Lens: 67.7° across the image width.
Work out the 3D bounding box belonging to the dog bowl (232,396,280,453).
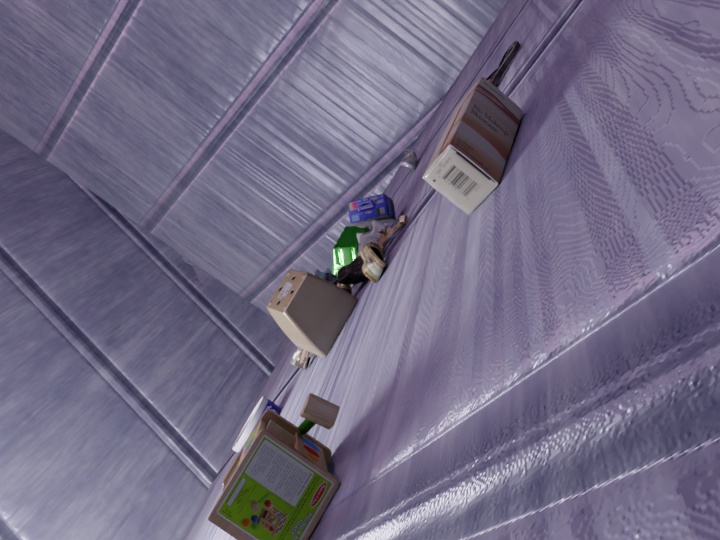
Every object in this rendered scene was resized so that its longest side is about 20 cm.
[{"bbox_3d":[-0.360,0.548,1.869,0.204,0.077,0.200,-58,6,9],"label":"dog bowl"}]

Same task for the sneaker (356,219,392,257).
[{"bbox_3d":[0.017,-0.076,1.757,0.204,0.098,0.078,-58,6,4],"label":"sneaker"}]

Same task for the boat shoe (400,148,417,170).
[{"bbox_3d":[0.224,-0.501,2.387,0.202,0.072,0.089,-53,-19,-73],"label":"boat shoe"}]

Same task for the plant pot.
[{"bbox_3d":[-0.160,0.109,1.602,0.197,0.176,0.203,8,62,56],"label":"plant pot"}]

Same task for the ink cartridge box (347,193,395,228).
[{"bbox_3d":[0.037,-0.198,1.794,0.131,0.079,0.200,-12,-2,13],"label":"ink cartridge box"}]

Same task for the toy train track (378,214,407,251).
[{"bbox_3d":[0.078,-0.112,1.632,0.200,0.032,0.118,-42,32,52],"label":"toy train track"}]

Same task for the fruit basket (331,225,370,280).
[{"bbox_3d":[-0.025,-0.032,1.926,0.215,0.150,0.225,-2,-90,-70],"label":"fruit basket"}]

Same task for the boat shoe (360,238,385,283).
[{"bbox_3d":[0.043,-0.035,1.483,0.063,0.072,0.202,-48,19,18],"label":"boat shoe"}]

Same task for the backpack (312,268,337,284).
[{"bbox_3d":[-0.166,0.085,2.363,0.179,0.150,0.200,-61,-3,21],"label":"backpack"}]

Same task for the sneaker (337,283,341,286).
[{"bbox_3d":[-0.123,0.120,2.117,0.202,0.073,0.081,-54,6,35],"label":"sneaker"}]

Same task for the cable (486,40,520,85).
[{"bbox_3d":[0.350,-0.518,1.410,0.203,0.049,0.097,-58,6,14],"label":"cable"}]

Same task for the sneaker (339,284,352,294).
[{"bbox_3d":[-0.088,0.120,1.771,0.199,0.078,0.081,-40,20,38],"label":"sneaker"}]

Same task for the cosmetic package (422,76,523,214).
[{"bbox_3d":[0.187,-0.207,0.876,0.087,0.102,0.203,-47,13,52],"label":"cosmetic package"}]

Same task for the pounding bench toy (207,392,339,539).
[{"bbox_3d":[-0.096,0.258,0.748,0.204,0.122,0.156,-58,5,-5],"label":"pounding bench toy"}]

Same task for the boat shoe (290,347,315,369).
[{"bbox_3d":[-0.166,0.249,1.790,0.203,0.072,0.075,-61,-1,33],"label":"boat shoe"}]

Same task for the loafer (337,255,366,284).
[{"bbox_3d":[0.000,0.000,1.663,0.199,0.068,0.071,-25,60,54],"label":"loafer"}]
